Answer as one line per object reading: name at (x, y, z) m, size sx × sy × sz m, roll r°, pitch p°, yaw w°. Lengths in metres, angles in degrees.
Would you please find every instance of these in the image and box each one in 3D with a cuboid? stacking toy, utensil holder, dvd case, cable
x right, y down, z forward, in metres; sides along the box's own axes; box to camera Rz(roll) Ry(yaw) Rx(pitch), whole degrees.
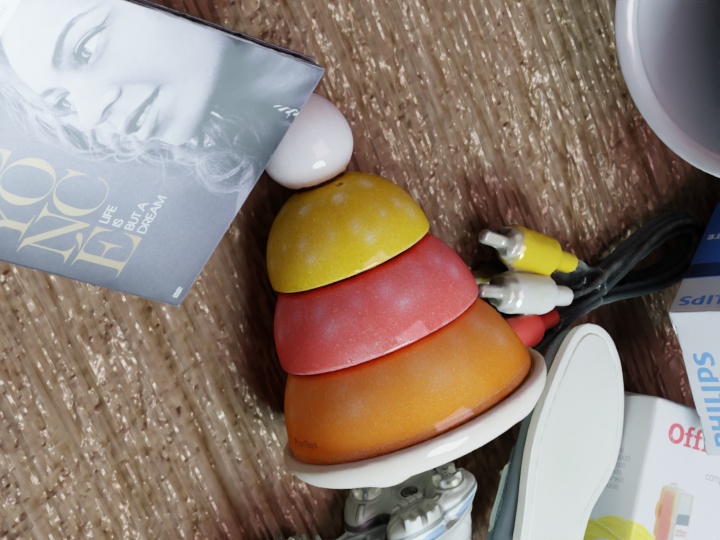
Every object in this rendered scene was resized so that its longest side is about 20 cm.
stacking toy at (0.000, 0.000, 1.421) m, size 0.146 × 0.146 × 0.200 m, roll -29°, pitch 106°, yaw -29°
utensil holder at (0.261, -0.142, 1.515) m, size 0.200 × 0.170 × 0.170 m, roll -15°, pitch 115°, yaw -55°
dvd case at (-0.128, -0.063, 1.318) m, size 0.200 × 0.016 × 0.149 m, roll 16°, pitch 114°, yaw -41°
cable at (0.128, 0.016, 1.566) m, size 0.200 × 0.050 × 0.097 m, roll -4°, pitch 111°, yaw -38°

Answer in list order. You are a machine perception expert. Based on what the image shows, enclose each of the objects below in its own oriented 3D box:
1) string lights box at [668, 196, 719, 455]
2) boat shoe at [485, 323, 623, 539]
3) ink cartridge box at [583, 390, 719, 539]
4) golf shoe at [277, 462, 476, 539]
string lights box at (0.239, 0.007, 1.592) m, size 0.200 × 0.059 × 0.103 m, roll -60°, pitch 140°, yaw -49°
boat shoe at (0.094, 0.125, 1.542) m, size 0.073 × 0.062 × 0.200 m, roll 19°, pitch 81°, yaw -43°
ink cartridge box at (0.169, 0.177, 1.607) m, size 0.145 × 0.083 × 0.200 m, roll 18°, pitch 81°, yaw -43°
golf shoe at (-0.011, 0.183, 1.494) m, size 0.200 × 0.078 × 0.097 m, roll -30°, pitch 128°, yaw -28°
